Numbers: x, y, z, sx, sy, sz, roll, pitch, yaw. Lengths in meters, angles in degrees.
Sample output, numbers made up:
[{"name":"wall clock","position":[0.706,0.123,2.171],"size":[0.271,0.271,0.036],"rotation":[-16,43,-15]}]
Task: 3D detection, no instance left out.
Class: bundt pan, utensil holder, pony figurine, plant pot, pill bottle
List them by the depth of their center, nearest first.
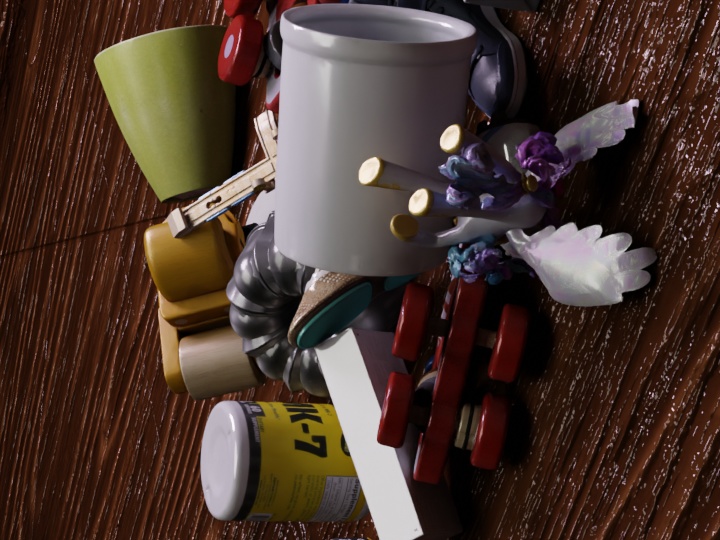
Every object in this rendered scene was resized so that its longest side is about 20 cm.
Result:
[{"name":"pony figurine","position":[0.126,-0.053,1.384],"size":[0.192,0.198,0.169],"rotation":[-19,61,48]},{"name":"utensil holder","position":[0.009,-0.114,1.490],"size":[0.170,0.168,0.203],"rotation":[-139,50,-62]},{"name":"pill bottle","position":[-0.047,0.187,1.689],"size":[0.114,0.198,0.116],"rotation":[-176,90,-67]},{"name":"bundt pan","position":[-0.048,0.040,1.721],"size":[0.076,0.200,0.203],"rotation":[-47,-17,-53]},{"name":"plant pot","position":[-0.236,-0.197,2.271],"size":[0.187,0.185,0.203],"rotation":[-22,81,65]}]

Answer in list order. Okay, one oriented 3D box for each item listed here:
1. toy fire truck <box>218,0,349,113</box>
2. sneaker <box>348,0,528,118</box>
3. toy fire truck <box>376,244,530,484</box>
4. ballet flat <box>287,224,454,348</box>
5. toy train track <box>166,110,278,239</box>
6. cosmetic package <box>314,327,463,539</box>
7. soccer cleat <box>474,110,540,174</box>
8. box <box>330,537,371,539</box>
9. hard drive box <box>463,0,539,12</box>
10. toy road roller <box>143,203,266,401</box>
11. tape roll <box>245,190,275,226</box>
[{"name":"toy fire truck","position":[-0.058,-0.265,1.707],"size":[0.168,0.111,0.202],"rotation":[131,148,-50]},{"name":"sneaker","position":[0.063,-0.211,1.574],"size":[0.077,0.145,0.203],"rotation":[-64,32,36]},{"name":"toy fire truck","position":[0.083,0.079,1.549],"size":[0.168,0.111,0.202],"rotation":[-73,-6,-72]},{"name":"ballet flat","position":[0.000,0.000,1.630],"size":[0.065,0.199,0.071],"rotation":[49,156,22]},{"name":"toy train track","position":[-0.120,-0.090,1.750],"size":[0.199,0.032,0.116],"rotation":[-30,71,23]},{"name":"cosmetic package","position":[0.025,0.156,1.602],"size":[0.050,0.082,0.202],"rotation":[-27,72,23]},{"name":"soccer cleat","position":[0.099,-0.074,1.555],"size":[0.200,0.069,0.087],"rotation":[146,125,-61]},{"name":"box","position":[0.006,0.384,1.722],"size":[0.159,0.049,0.203],"rotation":[-162,78,-64]},{"name":"hard drive box","position":[0.115,-0.350,1.560],"size":[0.201,0.076,0.157],"rotation":[-117,39,-50]},{"name":"toy road roller","position":[-0.167,0.024,1.851],"size":[0.146,0.121,0.202],"rotation":[53,-155,-64]},{"name":"tape roll","position":[-0.075,0.006,1.953],"size":[0.202,0.070,0.205],"rotation":[-176,90,-67]}]
